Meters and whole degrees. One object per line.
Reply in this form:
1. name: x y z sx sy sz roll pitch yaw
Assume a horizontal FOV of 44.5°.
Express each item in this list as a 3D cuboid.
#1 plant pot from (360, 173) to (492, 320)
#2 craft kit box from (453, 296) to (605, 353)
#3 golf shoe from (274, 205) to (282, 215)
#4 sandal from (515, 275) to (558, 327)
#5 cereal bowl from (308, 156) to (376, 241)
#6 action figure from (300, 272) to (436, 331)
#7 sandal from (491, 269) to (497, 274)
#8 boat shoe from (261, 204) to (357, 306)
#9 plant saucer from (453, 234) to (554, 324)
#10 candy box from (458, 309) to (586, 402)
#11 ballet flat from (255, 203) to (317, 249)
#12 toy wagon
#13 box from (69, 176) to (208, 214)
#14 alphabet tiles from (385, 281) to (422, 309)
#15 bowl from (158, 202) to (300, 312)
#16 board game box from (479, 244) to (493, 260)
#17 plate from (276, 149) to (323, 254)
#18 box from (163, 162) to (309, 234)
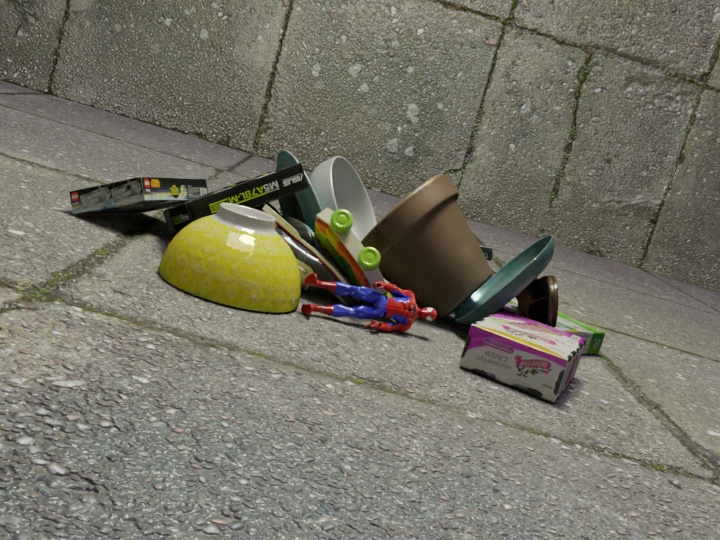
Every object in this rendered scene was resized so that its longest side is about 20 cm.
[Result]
1. plant pot: 0.113 -0.023 1.395 0.175 0.200 0.200 50 17 8
2. craft kit box: 0.281 0.086 1.492 0.196 0.049 0.199 2 18 -46
3. golf shoe: -0.084 -0.068 1.654 0.197 0.079 0.097 22 -9 -12
4. sandal: 0.266 0.041 1.383 0.054 0.083 0.200 -5 12 -7
5. cereal bowl: -0.041 -0.091 1.539 0.082 0.203 0.200 -16 -1 20
6. action figure: 0.019 0.048 1.211 0.197 0.067 0.051 10 -11 -27
7. sandal: 0.269 0.043 1.698 0.198 0.054 0.080 29 10 -25
8. boat shoe: -0.086 -0.010 1.292 0.199 0.063 0.071 42 -2 3
9. plant saucer: 0.226 0.020 1.358 0.027 0.200 0.200 48 11 -1
10. candy box: 0.228 0.111 1.210 0.135 0.062 0.200 20 11 18
11. ballet flat: -0.139 -0.058 1.399 0.067 0.069 0.199 -4 18 -29
12. toy wagon: 0.000 0.000 1.302 0.201 0.039 0.155 54 -13 14
13. box: -0.353 -0.121 1.426 0.135 0.041 0.200 -9 1 19
14. alphabet tiles: 0.041 0.029 1.506 0.165 0.008 0.200 10 12 -32
15. bowl: -0.165 -0.028 1.188 0.197 0.109 0.200 15 10 -3
16. board game box: 0.142 -0.047 1.627 0.133 0.029 0.200 8 4 -19
17. plate: -0.104 -0.101 1.462 0.025 0.203 0.200 -21 24 -17
18. box: -0.199 -0.110 1.373 0.191 0.048 0.199 -20 7 -22
